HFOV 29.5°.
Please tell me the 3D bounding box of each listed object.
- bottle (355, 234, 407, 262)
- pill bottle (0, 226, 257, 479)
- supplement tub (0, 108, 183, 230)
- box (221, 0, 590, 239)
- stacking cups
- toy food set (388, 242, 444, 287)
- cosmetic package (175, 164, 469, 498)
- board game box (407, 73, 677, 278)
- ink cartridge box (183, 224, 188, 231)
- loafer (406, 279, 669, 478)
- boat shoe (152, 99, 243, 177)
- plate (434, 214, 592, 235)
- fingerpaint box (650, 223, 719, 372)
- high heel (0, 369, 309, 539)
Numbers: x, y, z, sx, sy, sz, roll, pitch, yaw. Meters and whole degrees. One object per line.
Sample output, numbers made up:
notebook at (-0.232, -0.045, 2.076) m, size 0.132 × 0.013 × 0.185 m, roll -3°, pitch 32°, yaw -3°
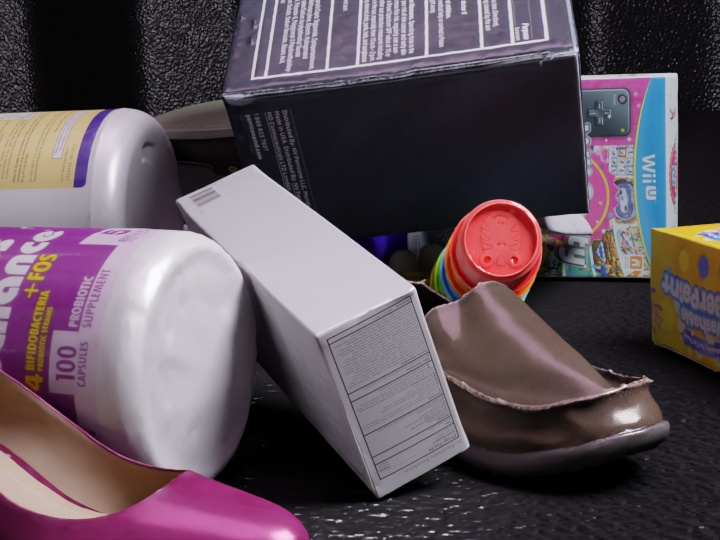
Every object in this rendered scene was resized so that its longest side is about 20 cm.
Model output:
bottle at (0.042, -0.046, 1.145) m, size 0.083 × 0.066 × 0.199 m, roll 0°, pitch 10°, yaw 42°
pill bottle at (-0.156, 0.036, 0.604) m, size 0.199 × 0.113 × 0.112 m, roll 1°, pitch 11°, yaw 23°
supplement tub at (-0.235, -0.036, 0.943) m, size 0.199 × 0.146 × 0.145 m, roll -1°, pitch 10°, yaw 11°
box at (0.033, -0.127, 0.839) m, size 0.197 × 0.124 × 0.201 m, roll -7°, pitch 41°, yaw 9°
stacking cups at (0.069, -0.007, 0.751) m, size 0.060 × 0.061 × 0.200 m, roll -3°, pitch -10°, yaw 1°
toy food set at (0.000, 0.000, 0.914) m, size 0.199 × 0.061 × 0.143 m, roll -5°, pitch 10°, yaw -10°
cosmetic package at (-0.023, 0.019, 0.632) m, size 0.050 × 0.083 × 0.200 m, roll -25°, pitch 27°, yaw -14°
board game box at (0.136, -0.072, 1.030) m, size 0.199 × 0.149 × 0.064 m, roll 0°, pitch 8°, yaw 20°
ink cartridge box at (-0.199, -0.021, 1.127) m, size 0.161 × 0.050 × 0.200 m, roll -4°, pitch 13°, yaw -6°
loafer at (0.055, 0.042, 0.625) m, size 0.073 × 0.071 × 0.200 m, roll -10°, pitch 12°, yaw -35°
boat shoe at (-0.071, -0.089, 0.984) m, size 0.200 × 0.061 × 0.072 m, roll -1°, pitch 26°, yaw 24°
plate at (0.045, -0.042, 0.928) m, size 0.199 × 0.033 × 0.199 m, roll 3°, pitch 1°, yaw 20°
fingerpaint box at (0.267, 0.016, 0.706) m, size 0.166 × 0.074 × 0.200 m, roll -5°, pitch 10°, yaw -11°
high heel at (-0.112, 0.062, 0.492) m, size 0.199 × 0.097 × 0.067 m, roll 1°, pitch 11°, yaw 20°
